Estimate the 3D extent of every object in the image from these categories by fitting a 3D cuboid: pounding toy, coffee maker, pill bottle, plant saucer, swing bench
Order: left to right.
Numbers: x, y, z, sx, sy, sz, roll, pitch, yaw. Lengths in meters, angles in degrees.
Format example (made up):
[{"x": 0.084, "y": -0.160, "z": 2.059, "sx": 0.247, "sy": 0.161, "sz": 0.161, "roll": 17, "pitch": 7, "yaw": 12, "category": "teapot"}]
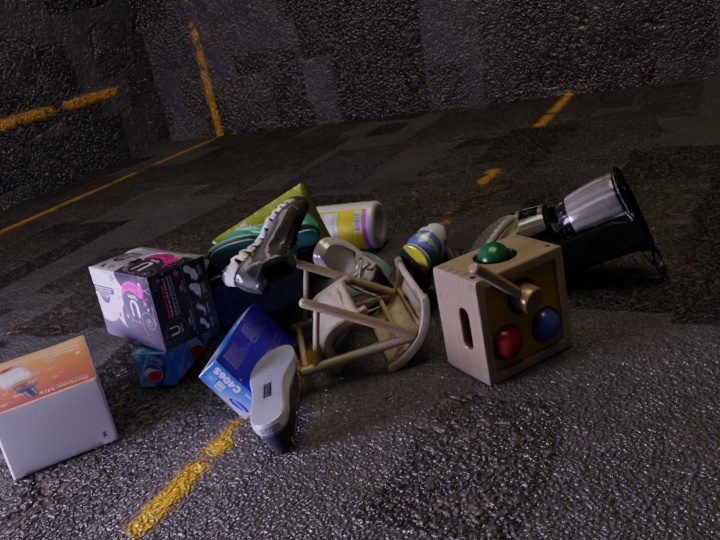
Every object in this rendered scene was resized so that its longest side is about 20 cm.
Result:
[{"x": -0.144, "y": -0.029, "z": 1.437, "sx": 0.199, "sy": 0.200, "sz": 0.048, "roll": -33, "pitch": 45, "yaw": -6, "category": "plant saucer"}, {"x": -0.047, "y": -0.096, "z": 1.728, "sx": 0.199, "sy": 0.105, "sz": 0.104, "roll": -3, "pitch": 22, "yaw": 22, "category": "pill bottle"}, {"x": -0.037, "y": 0.004, "z": 1.555, "sx": 0.198, "sy": 0.036, "sz": 0.200, "roll": -10, "pitch": 20, "yaw": 4, "category": "plant saucer"}, {"x": -0.006, "y": 0.068, "z": 1.225, "sx": 0.198, "sy": 0.131, "sz": 0.199, "roll": -1, "pitch": 18, "yaw": -8, "category": "swing bench"}, {"x": 0.199, "y": 0.041, "z": 1.076, "sx": 0.183, "sy": 0.201, "sz": 0.142, "roll": -21, "pitch": 22, "yaw": -24, "category": "pounding toy"}, {"x": 0.375, "y": -0.046, "z": 1.298, "sx": 0.199, "sy": 0.193, "sz": 0.134, "roll": -25, "pitch": -9, "yaw": 27, "category": "coffee maker"}]

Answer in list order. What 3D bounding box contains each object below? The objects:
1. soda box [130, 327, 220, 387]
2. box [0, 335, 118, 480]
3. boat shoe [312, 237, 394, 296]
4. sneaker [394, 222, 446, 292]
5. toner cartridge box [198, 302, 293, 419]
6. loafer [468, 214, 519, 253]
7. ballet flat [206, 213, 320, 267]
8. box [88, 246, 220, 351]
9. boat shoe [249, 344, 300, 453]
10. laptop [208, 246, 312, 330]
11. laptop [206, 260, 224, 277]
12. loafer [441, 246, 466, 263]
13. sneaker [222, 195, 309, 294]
[{"x": -0.317, "y": 0.125, "z": 1.345, "sx": 0.067, "sy": 0.065, "sz": 0.200, "roll": -6, "pitch": 21, "yaw": 15, "category": "soda box"}, {"x": -0.468, "y": 0.199, "z": 1.170, "sx": 0.151, "sy": 0.107, "sz": 0.200, "roll": -20, "pitch": 21, "yaw": -21, "category": "box"}, {"x": 0.000, "y": 0.000, "z": 1.366, "sx": 0.200, "sy": 0.071, "sz": 0.069, "roll": 28, "pitch": -2, "yaw": -44, "category": "boat shoe"}, {"x": 0.112, "y": -0.021, "z": 1.367, "sx": 0.082, "sy": 0.074, "sz": 0.200, "roll": -52, "pitch": -6, "yaw": -16, "category": "sneaker"}, {"x": -0.170, "y": 0.134, "z": 1.186, "sx": 0.043, "sy": 0.095, "sz": 0.200, "roll": -42, "pitch": 10, "yaw": 21, "category": "toner cartridge box"}, {"x": 0.206, "y": 0.001, "z": 1.270, "sx": 0.201, "sy": 0.068, "sz": 0.076, "roll": -57, "pitch": 8, "yaw": -6, "category": "loafer"}, {"x": -0.170, "y": -0.058, "z": 1.343, "sx": 0.199, "sy": 0.068, "sz": 0.071, "roll": -15, "pitch": 47, "yaw": -8, "category": "ballet flat"}, {"x": -0.350, "y": 0.042, "z": 1.298, "sx": 0.199, "sy": 0.133, "sz": 0.114, "roll": 7, "pitch": 26, "yaw": 44, "category": "box"}, {"x": -0.111, "y": 0.179, "z": 1.080, "sx": 0.070, "sy": 0.067, "sz": 0.200, "roll": -23, "pitch": 24, "yaw": 4, "category": "boat shoe"}, {"x": -0.170, "y": 0.036, "z": 1.360, "sx": 0.176, "sy": 0.104, "sz": 0.200, "roll": -18, "pitch": 2, "yaw": -14, "category": "laptop"}, {"x": -0.264, "y": -0.006, "z": 1.531, "sx": 0.187, "sy": 0.201, "sz": 0.116, "roll": -8, "pitch": 45, "yaw": -45, "category": "laptop"}, {"x": 0.181, "y": -0.014, "z": 1.395, "sx": 0.063, "sy": 0.072, "sz": 0.200, "roll": -10, "pitch": 7, "yaw": -2, "category": "loafer"}, {"x": -0.127, "y": -0.035, "z": 1.238, "sx": 0.090, "sy": 0.067, "sz": 0.200, "roll": 26, "pitch": 60, "yaw": 20, "category": "sneaker"}]
